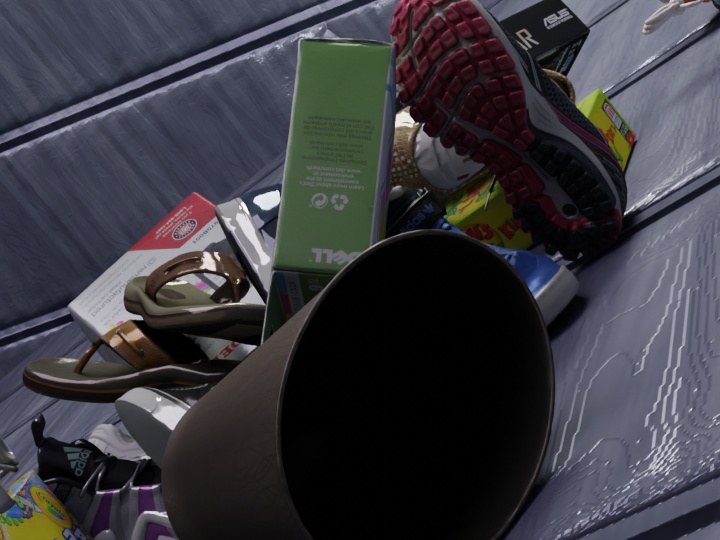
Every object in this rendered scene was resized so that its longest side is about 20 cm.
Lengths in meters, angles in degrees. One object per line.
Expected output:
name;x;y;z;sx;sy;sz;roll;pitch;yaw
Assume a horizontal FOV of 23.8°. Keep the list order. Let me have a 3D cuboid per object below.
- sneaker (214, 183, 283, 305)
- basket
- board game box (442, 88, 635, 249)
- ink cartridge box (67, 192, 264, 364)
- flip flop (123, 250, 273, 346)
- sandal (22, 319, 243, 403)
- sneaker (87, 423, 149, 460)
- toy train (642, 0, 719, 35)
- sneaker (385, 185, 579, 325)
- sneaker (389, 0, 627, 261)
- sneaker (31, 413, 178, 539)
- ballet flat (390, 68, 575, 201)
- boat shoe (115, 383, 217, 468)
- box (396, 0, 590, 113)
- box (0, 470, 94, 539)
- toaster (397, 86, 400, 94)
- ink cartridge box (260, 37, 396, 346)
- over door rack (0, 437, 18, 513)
sneaker;0.000;-0.001;1.194;0.145;0.203;0.077;-25;-32;-7
basket;-0.015;0.089;0.867;0.200;0.136;0.181;-33;24;58
board game box;0.105;-0.044;1.256;0.199;0.048;0.102;-36;10;27
ink cartridge box;-0.110;0.044;1.316;0.146;0.083;0.199;-43;41;-14
flip flop;-0.111;0.014;1.178;0.200;0.080;0.058;-162;83;-66
sandal;-0.141;0.060;1.184;0.198;0.055;0.082;-3;2;26
sneaker;-0.198;0.178;1.359;0.100;0.078;0.200;-50;13;-27
toy train;0.293;-0.225;1.340;0.150;0.056;0.200;-37;7;30
sneaker;0.052;-0.001;1.068;0.077;0.111;0.200;-43;10;-17
sneaker;0.092;-0.098;1.071;0.080;0.201;0.075;-30;15;31
sneaker;-0.170;0.146;1.183;0.199;0.140;0.078;-38;9;19
ballet flat;0.077;-0.096;1.177;0.199;0.071;0.065;-34;12;-37
boat shoe;-0.078;0.107;1.091;0.199;0.071;0.064;16;49;43
box;0.081;-0.108;1.334;0.160;0.044;0.201;-30;-22;-32
box;-0.271;0.263;1.101;0.199;0.122;0.193;-38;9;17
toaster;0.021;-0.084;1.531;0.200;0.129;0.114;-40;8;1
ink cartridge box;-0.016;-0.024;1.013;0.104;0.059;0.202;84;-169;-69
over door rack;-0.291;0.158;1.091;0.148;0.067;0.200;-42;8;-7
